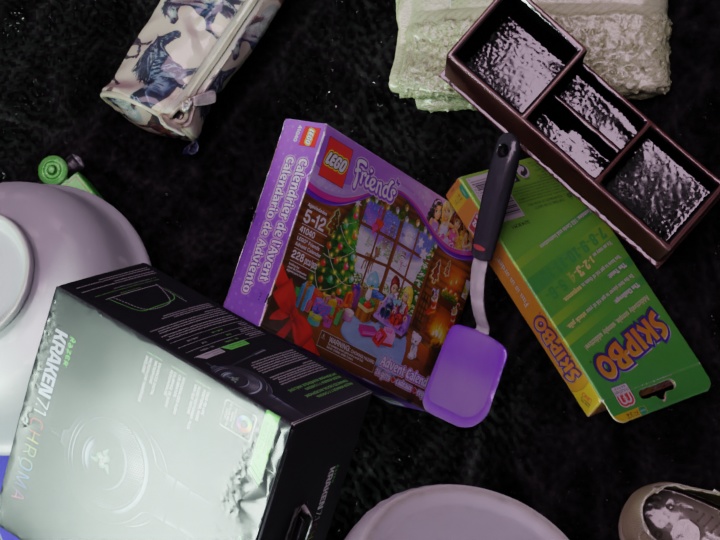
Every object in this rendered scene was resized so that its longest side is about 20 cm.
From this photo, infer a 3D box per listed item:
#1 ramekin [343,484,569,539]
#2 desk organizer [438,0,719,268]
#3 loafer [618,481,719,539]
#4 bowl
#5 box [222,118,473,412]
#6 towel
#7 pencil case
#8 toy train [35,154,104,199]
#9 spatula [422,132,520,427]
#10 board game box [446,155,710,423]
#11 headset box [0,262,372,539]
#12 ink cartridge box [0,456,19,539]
[{"bbox_3d":[0.061,0.224,1.468,0.202,0.094,0.203,11,44,-11],"label":"ramekin"},{"bbox_3d":[0.150,-0.097,1.561,0.200,0.077,0.072,42,87,4],"label":"desk organizer"},{"bbox_3d":[0.257,0.186,1.498,0.199,0.068,0.076,14,80,17],"label":"loafer"},{"bbox_3d":[-0.248,0.018,1.600,0.200,0.090,0.202,-7,67,17],"label":"bowl"},{"bbox_3d":[0.000,0.000,1.542,0.039,0.200,0.137,10,78,38],"label":"box"},{"bbox_3d":[0.121,-0.184,1.643,0.199,0.036,0.149,1,78,14],"label":"towel"},{"bbox_3d":[-0.100,-0.184,1.675,0.089,0.078,0.200,28,84,44],"label":"pencil case"},{"bbox_3d":[-0.269,-0.005,1.697,0.200,0.042,0.056,-41,81,1],"label":"toy train"},{"bbox_3d":[0.081,0.006,1.542,0.056,0.021,0.201,25,114,40],"label":"spatula"},{"bbox_3d":[0.146,0.013,1.563,0.095,0.030,0.200,-16,63,-37],"label":"board game box"},{"bbox_3d":[-0.106,0.119,1.436,0.200,0.093,0.175,29,114,25],"label":"headset box"},{"bbox_3d":[-0.172,0.129,1.598,0.200,0.043,0.198,-37,47,4],"label":"ink cartridge box"}]
